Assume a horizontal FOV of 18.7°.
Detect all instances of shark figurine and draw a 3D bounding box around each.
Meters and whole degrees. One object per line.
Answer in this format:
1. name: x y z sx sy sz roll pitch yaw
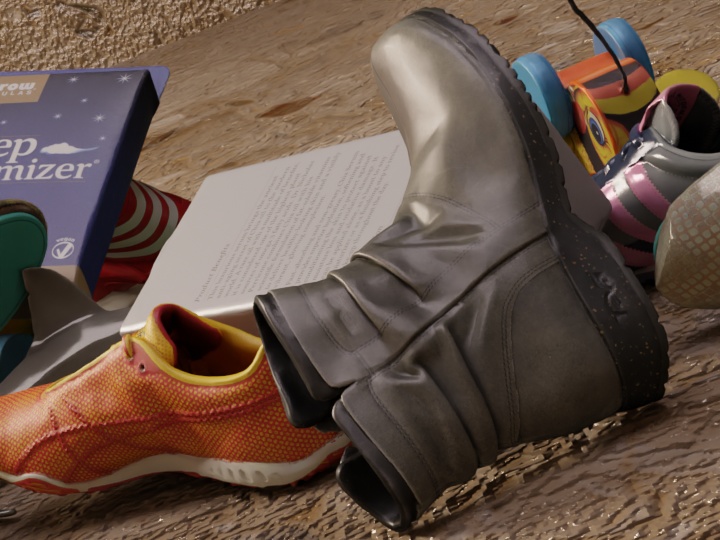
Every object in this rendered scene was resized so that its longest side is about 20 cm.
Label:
1. shark figurine: -0.156 0.046 1.073 0.214 0.090 0.128 -28 12 -37

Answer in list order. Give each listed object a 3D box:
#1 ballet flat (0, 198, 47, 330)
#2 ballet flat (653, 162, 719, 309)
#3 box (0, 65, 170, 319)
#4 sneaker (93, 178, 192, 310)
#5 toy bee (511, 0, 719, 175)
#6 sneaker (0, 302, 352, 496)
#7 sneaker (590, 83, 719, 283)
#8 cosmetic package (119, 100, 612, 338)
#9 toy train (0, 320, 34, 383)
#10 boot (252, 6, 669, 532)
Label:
1. ballet flat: -0.234 0.040 1.090 0.200 0.071 0.071 -56 19 -7
2. ballet flat: 0.209 -0.033 0.848 0.200 0.067 0.062 -23 22 -5
3. box: -0.184 -0.054 1.196 0.121 0.032 0.200 -1 44 14
4. sneaker: -0.158 -0.031 1.285 0.200 0.116 0.078 -9 55 55
5. toy bee: 0.121 -0.073 1.129 0.131 0.109 0.200 -28 -14 10
6. sneaker: -0.089 0.050 0.929 0.200 0.077 0.073 -9 15 32
7. sneaker: 0.133 -0.041 0.960 0.200 0.082 0.070 -9 17 45
8. cosmetic package: 0.000 0.000 0.963 0.200 0.071 0.101 -10 42 42
9. toy train: -0.192 0.031 1.225 0.116 0.085 0.200 -3 20 28
10. boot: 0.016 -0.008 0.820 0.131 0.200 0.068 -21 -31 -15
